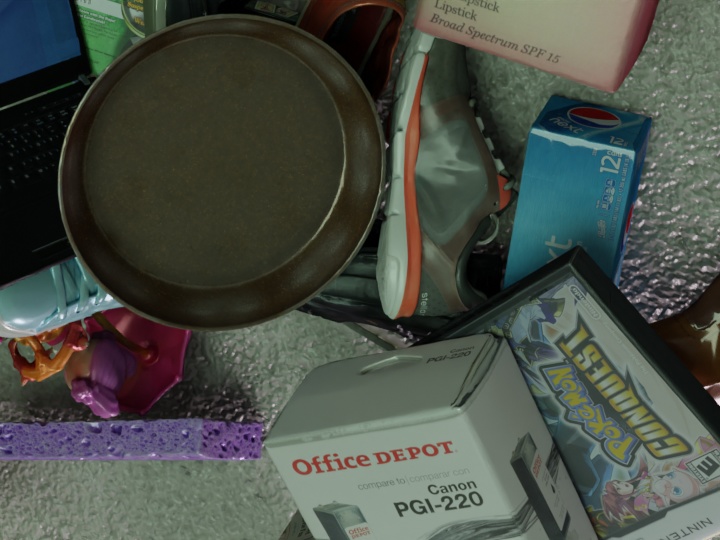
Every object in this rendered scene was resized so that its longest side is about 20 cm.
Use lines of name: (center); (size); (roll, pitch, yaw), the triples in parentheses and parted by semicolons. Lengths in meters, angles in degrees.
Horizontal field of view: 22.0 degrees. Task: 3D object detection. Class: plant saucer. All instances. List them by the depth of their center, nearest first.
plant saucer: (-0.085, -0.061, 1.116); (0.200, 0.034, 0.200); (-7, 113, -16)

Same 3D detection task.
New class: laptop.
laptop: (-0.212, -0.110, 1.134); (0.200, 0.177, 0.103); (45, 141, 24)

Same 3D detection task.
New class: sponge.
sponge: (-0.180, 0.120, 1.310); (0.200, 0.112, 0.030); (-2, 84, 20)

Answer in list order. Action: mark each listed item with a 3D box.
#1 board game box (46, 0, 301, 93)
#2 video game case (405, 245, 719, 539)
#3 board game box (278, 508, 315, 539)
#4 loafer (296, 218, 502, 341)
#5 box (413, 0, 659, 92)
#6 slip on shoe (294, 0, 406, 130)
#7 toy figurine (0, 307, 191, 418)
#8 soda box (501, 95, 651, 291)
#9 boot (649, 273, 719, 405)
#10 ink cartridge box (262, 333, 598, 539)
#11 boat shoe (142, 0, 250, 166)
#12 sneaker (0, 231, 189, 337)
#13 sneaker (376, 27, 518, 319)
board game box: (-0.141, -0.148, 1.222); (0.200, 0.023, 0.105); (19, 120, 10)
video game case: (0.129, 0.101, 1.131); (0.200, 0.026, 0.181); (48, 130, -11)
board game box: (0.008, 0.213, 1.237); (0.046, 0.200, 0.152); (-17, 108, 25)
loafer: (0.000, 0.000, 1.225); (0.200, 0.068, 0.070); (13, 79, 23)
box: (0.122, -0.222, 1.046); (0.128, 0.109, 0.200); (19, 119, 10)
slip on shoe: (-0.024, -0.106, 1.168); (0.074, 0.061, 0.200); (12, 121, -24)
toy figurine: (-0.195, 0.030, 1.244); (0.150, 0.200, 0.184); (-33, 112, 24)
soda box: (0.130, -0.004, 1.171); (0.068, 0.064, 0.200); (14, 117, 12)
boot: (0.197, 0.023, 1.134); (0.200, 0.068, 0.188); (-22, 124, 11)
ink cartridge box: (0.052, 0.150, 1.132); (0.146, 0.085, 0.200); (-13, 113, 31)
boat shoe: (-0.100, -0.160, 1.153); (0.066, 0.075, 0.199); (2, 79, -14)
sneaker: (-0.154, -0.010, 1.164); (0.082, 0.200, 0.074); (-7, 102, 39)
sneaker: (0.058, -0.067, 1.154); (0.082, 0.077, 0.200); (5, 95, -5)
